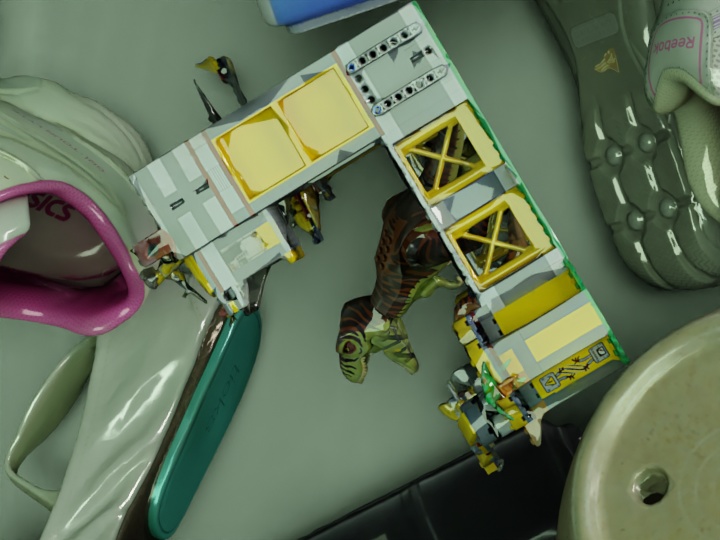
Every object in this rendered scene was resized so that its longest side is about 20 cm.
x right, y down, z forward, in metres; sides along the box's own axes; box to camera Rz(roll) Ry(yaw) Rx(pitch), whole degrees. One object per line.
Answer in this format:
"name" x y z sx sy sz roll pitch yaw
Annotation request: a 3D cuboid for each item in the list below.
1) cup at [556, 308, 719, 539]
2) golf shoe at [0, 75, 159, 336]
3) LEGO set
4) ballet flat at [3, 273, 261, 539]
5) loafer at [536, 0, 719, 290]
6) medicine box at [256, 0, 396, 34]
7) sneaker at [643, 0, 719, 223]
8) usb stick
"cup" 0.134 0.083 0.792 0.200 0.143 0.201 -14 59 25
"golf shoe" -0.150 -0.035 0.878 0.200 0.092 0.075 16 116 -24
"LEGO set" 0.000 0.000 0.865 0.116 0.200 0.154 -31 99 4
"ballet flat" -0.093 0.088 0.911 0.069 0.069 0.200 20 67 0
"loafer" 0.101 -0.094 0.932 0.070 0.070 0.201 -16 94 -37
"medicine box" 0.025 -0.199 0.807 0.182 0.103 0.200 -18 113 1
"sneaker" 0.151 -0.033 0.878 0.200 0.081 0.088 43 64 -25
"usb stick" -0.007 0.113 0.922 0.200 0.033 0.056 -28 71 11
